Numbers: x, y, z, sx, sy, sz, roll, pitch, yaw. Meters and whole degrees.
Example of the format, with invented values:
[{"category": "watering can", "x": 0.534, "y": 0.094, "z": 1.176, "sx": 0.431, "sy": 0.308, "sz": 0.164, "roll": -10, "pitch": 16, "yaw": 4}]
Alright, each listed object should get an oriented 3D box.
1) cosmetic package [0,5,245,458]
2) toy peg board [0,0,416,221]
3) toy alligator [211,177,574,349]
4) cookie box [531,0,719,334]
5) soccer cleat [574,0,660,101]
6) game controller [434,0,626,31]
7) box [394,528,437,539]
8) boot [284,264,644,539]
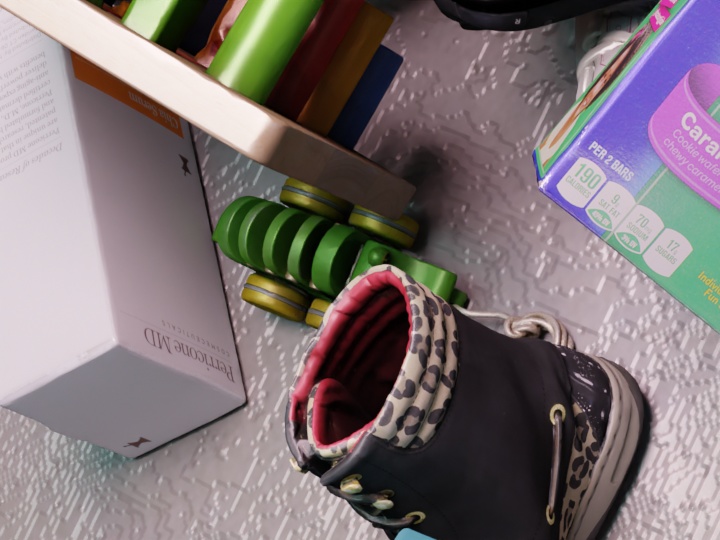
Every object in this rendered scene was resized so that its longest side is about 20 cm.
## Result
[{"category": "cosmetic package", "x": -0.124, "y": -0.027, "z": 1.320, "sx": 0.071, "sy": 0.101, "sz": 0.200, "roll": -26, "pitch": 60, "yaw": 24}, {"category": "toy peg board", "x": -0.067, "y": -0.120, "z": 1.176, "sx": 0.200, "sy": 0.199, "sz": 0.098, "roll": 32, "pitch": 94, "yaw": 16}, {"category": "toy alligator", "x": 0.000, "y": 0.000, "z": 1.252, "sx": 0.200, "sy": 0.054, "sz": 0.059, "roll": 20, "pitch": 85, "yaw": 38}, {"category": "cookie box", "x": 0.189, "y": -0.061, "z": 1.069, "sx": 0.200, "sy": 0.171, "sz": 0.075, "roll": -51, "pitch": 8, "yaw": 9}, {"category": "soccer cleat", "x": 0.119, "y": -0.089, "z": 1.181, "sx": 0.070, "sy": 0.086, "sz": 0.200, "roll": -25, "pitch": 60, "yaw": 26}, {"category": "game controller", "x": 0.106, "y": -0.150, "z": 1.174, "sx": 0.200, "sy": 0.042, "sz": 0.104, "roll": -18, "pitch": 52, "yaw": -21}, {"category": "box", "x": 0.090, "y": 0.171, "z": 1.057, "sx": 0.200, "sy": 0.049, "sz": 0.082, "roll": 20, "pitch": 109, "yaw": 9}, {"category": "boot", "x": 0.018, "y": 0.106, "z": 1.133, "sx": 0.073, "sy": 0.154, "sz": 0.204, "roll": 20, "pitch": 84, "yaw": 44}]
